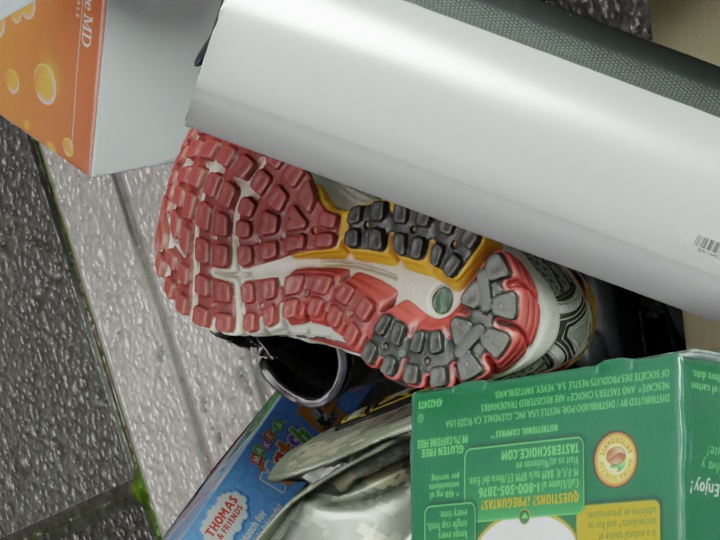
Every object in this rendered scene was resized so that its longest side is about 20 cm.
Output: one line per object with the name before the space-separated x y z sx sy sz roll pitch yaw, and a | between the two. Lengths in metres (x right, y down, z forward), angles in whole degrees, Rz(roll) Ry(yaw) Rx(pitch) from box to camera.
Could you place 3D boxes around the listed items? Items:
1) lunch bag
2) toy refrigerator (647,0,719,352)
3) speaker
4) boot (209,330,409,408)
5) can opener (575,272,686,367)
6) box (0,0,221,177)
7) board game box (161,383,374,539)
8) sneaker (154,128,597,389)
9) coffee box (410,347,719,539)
lunch bag | 0.012 0.116 0.972 0.117 0.164 0.201 33 97 5
toy refrigerator | 0.159 -0.037 0.916 0.076 0.070 0.201 -1 100 44
speaker | 0.045 -0.051 0.842 0.199 0.081 0.082 20 126 -2
boot | -0.033 -0.011 1.103 0.200 0.131 0.070 35 111 39
can opener | 0.114 0.053 0.997 0.079 0.063 0.201 -151 55 -67
box | -0.140 -0.144 1.236 0.200 0.097 0.125 33 125 42
board game box | -0.068 0.124 1.150 0.037 0.200 0.151 36 135 -2
sneaker | 0.000 0.000 0.943 0.199 0.082 0.078 25 100 40
coffee box | 0.070 0.132 0.811 0.123 0.044 0.201 -12 73 45
